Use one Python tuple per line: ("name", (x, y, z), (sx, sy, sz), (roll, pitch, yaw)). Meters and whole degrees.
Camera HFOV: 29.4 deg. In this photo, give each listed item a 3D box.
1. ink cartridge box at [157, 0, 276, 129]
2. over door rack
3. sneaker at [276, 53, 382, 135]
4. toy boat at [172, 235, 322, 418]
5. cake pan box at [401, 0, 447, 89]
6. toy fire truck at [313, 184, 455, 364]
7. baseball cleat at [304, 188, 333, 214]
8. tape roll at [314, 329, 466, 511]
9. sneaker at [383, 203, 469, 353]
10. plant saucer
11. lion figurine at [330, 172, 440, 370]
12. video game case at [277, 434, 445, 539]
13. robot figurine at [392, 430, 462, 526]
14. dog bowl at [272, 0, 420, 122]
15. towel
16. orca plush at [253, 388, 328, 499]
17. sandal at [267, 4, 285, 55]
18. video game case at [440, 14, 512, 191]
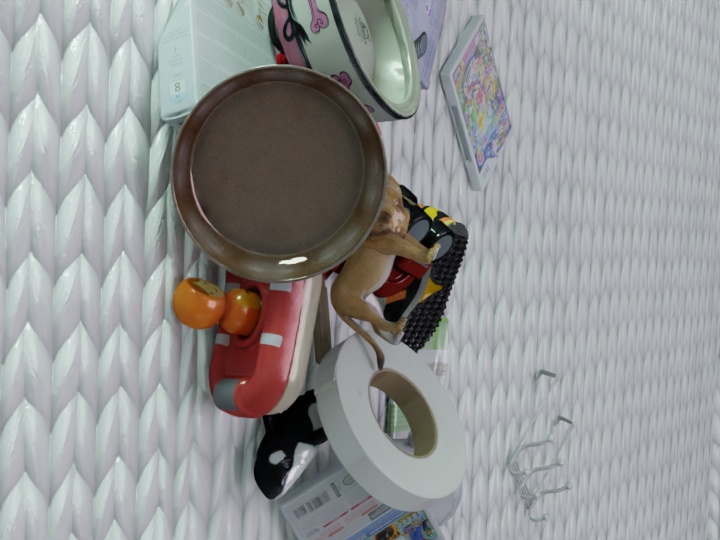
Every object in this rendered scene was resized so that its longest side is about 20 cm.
("ink cartridge box", (-0.139, -0.218, 1.337), (0.160, 0.047, 0.202), (25, 55, -60))
("over door rack", (0.303, 0.281, 2.196), (0.201, 0.066, 0.148), (-66, 147, -34))
("sneaker", (-0.035, -0.183, 1.486), (0.200, 0.078, 0.117), (-20, 112, -61))
("toy boat", (-0.121, 0.037, 1.329), (0.130, 0.130, 0.202), (16, 78, -32))
("cake pan box", (0.048, -0.348, 1.652), (0.184, 0.052, 0.202), (40, 58, -59))
("toy fire truck", (0.000, 0.000, 1.557), (0.200, 0.129, 0.176), (-50, 150, 8))
("baseball cleat", (-0.049, -0.062, 1.390), (0.070, 0.106, 0.200), (-46, 176, 1))
("tape roll", (0.034, 0.160, 1.477), (0.202, 0.037, 0.204), (33, 38, -30))
("sneaker", (0.061, 0.014, 1.703), (0.070, 0.090, 0.202), (3, 116, -47))
("plant saucer", (-0.075, -0.089, 1.258), (0.035, 0.198, 0.203), (-118, -159, -72))
("lion figurine", (0.009, -0.004, 1.441), (0.072, 0.121, 0.202), (-45, 158, -72))
("video game case", (0.011, 0.296, 1.543), (0.142, 0.018, 0.201), (-31, 117, -6))
("robot figurine", (0.050, 0.259, 1.650), (0.199, 0.113, 0.170), (10, 117, -57))
("dog bowl", (-0.015, -0.233, 1.339), (0.200, 0.073, 0.202), (50, 31, -44))
("towel", (0.079, 0.163, 1.793), (0.149, 0.030, 0.203), (0, 93, -63))
("orca plush", (-0.068, 0.153, 1.469), (0.071, 0.105, 0.200), (47, 56, -10))
("sandal", (-0.065, -0.260, 1.413), (0.075, 0.048, 0.202), (53, 22, -40))
("video game case", (0.165, -0.234, 1.922), (0.144, 0.018, 0.201), (-61, 144, -40))
